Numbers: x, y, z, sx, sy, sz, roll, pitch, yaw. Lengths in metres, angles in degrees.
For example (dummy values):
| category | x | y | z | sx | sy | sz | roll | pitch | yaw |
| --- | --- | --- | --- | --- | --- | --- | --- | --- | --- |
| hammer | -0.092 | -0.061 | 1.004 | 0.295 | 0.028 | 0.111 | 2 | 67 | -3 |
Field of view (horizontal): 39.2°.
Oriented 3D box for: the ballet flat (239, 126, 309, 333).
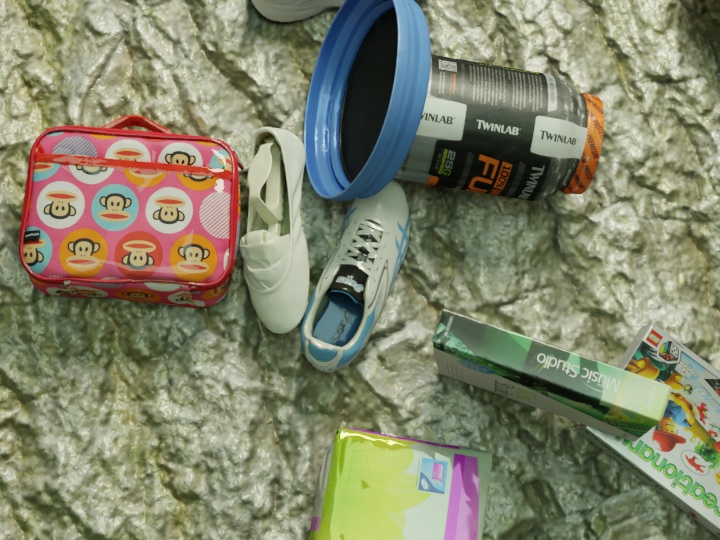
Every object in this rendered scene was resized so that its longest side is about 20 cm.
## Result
| category | x | y | z | sx | sy | sz | roll | pitch | yaw |
| --- | --- | --- | --- | --- | --- | --- | --- | --- | --- |
| ballet flat | -0.087 | -0.043 | 0.953 | 0.068 | 0.070 | 0.203 | 2 | 73 | -6 |

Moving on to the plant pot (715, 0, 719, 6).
| category | x | y | z | sx | sy | sz | roll | pitch | yaw |
| --- | --- | --- | --- | --- | --- | --- | --- | --- | --- |
| plant pot | 0.432 | -0.332 | 1.071 | 0.198 | 0.093 | 0.204 | 1 | 76 | -6 |

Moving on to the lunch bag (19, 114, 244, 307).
| category | x | y | z | sx | sy | sz | roll | pitch | yaw |
| --- | --- | --- | --- | --- | --- | --- | --- | --- | --- |
| lunch bag | -0.210 | -0.062 | 0.949 | 0.197 | 0.082 | 0.178 | 3 | 73 | -7 |

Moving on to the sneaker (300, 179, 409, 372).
| category | x | y | z | sx | sy | sz | roll | pitch | yaw |
| --- | --- | --- | --- | --- | --- | --- | --- | --- | --- |
| sneaker | 0.000 | 0.000 | 0.958 | 0.071 | 0.073 | 0.202 | 20 | 74 | 0 |

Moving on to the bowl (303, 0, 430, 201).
| category | x | y | z | sx | sy | sz | roll | pitch | yaw |
| --- | --- | --- | --- | --- | --- | --- | --- | --- | --- |
| bowl | 0.004 | -0.162 | 0.935 | 0.039 | 0.200 | 0.203 | 9 | 75 | -25 |

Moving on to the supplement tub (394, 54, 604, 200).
| category | x | y | z | sx | sy | sz | roll | pitch | yaw |
| --- | --- | --- | --- | --- | --- | --- | --- | --- | --- |
| supplement tub | 0.125 | -0.136 | 0.977 | 0.197 | 0.123 | 0.124 | 8 | 76 | -4 |

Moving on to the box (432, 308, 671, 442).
| category | x | y | z | sx | sy | sz | roll | pitch | yaw |
| --- | --- | --- | --- | --- | --- | --- | --- | --- | --- |
| box | 0.163 | 0.096 | 0.896 | 0.198 | 0.144 | 0.037 | 17 | 77 | 12 |

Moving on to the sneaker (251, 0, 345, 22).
| category | x | y | z | sx | sy | sz | roll | pitch | yaw |
| --- | --- | --- | --- | --- | --- | --- | --- | --- | --- |
| sneaker | -0.013 | -0.302 | 1.018 | 0.198 | 0.087 | 0.075 | -14 | 77 | -10 |

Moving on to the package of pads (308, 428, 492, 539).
| category | x | y | z | sx | sy | sz | roll | pitch | yaw |
| --- | --- | --- | --- | --- | --- | --- | --- | --- | --- |
| package of pads | 0.027 | 0.250 | 0.905 | 0.152 | 0.068 | 0.203 | 10 | 76 | -4 |

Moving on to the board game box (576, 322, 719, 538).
| category | x | y | z | sx | sy | sz | roll | pitch | yaw |
| --- | --- | --- | --- | --- | --- | --- | --- | --- | --- |
| board game box | 0.324 | 0.161 | 0.975 | 0.199 | 0.035 | 0.127 | 36 | 77 | 3 |
